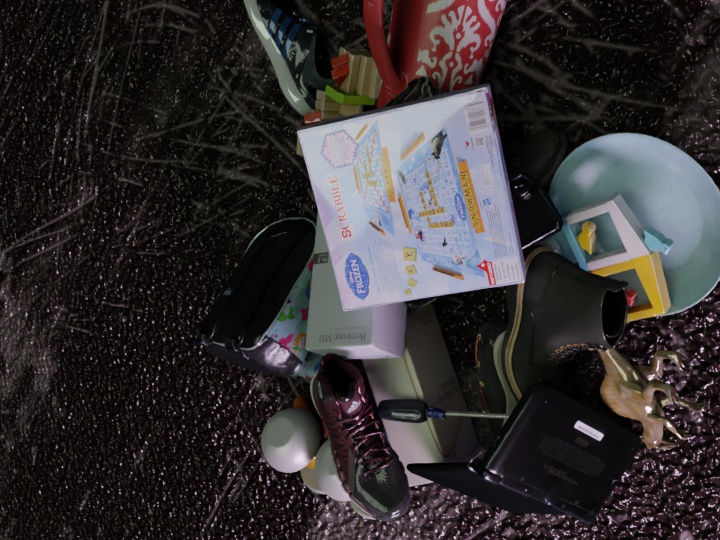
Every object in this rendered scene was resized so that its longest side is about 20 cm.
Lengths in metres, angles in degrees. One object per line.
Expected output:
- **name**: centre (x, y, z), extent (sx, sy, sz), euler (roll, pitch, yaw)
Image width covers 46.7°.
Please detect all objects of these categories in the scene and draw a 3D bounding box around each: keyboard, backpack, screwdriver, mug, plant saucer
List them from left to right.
- **backpack**: centre (-0.097, 0.036, 1.082), extent (0.177, 0.150, 0.201), euler (1, 63, 51)
- **mug**: centre (0.070, -0.269, 0.924), extent (0.134, 0.176, 0.201), euler (-117, 36, -59)
- **screwdriver**: centre (0.112, 0.167, 0.951), extent (0.198, 0.028, 0.029), euler (4, 71, 25)
- **keyboard**: centre (0.110, -0.044, 0.903), extent (0.199, 0.040, 0.104), euler (-30, 104, 22)
- **plant saucer**: centre (0.292, -0.051, 0.877), extent (0.200, 0.039, 0.203), euler (22, 125, 34)

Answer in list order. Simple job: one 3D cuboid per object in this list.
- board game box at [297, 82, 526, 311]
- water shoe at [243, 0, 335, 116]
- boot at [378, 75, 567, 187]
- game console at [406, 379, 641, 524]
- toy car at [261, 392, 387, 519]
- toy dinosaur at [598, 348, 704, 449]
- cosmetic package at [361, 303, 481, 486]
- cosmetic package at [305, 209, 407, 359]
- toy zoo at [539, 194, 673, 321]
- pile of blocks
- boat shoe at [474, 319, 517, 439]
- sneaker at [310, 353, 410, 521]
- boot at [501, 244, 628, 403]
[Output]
- **board game box**: centre (0.055, -0.071, 0.860), extent (0.198, 0.041, 0.202), euler (-9, 106, 16)
- **water shoe**: centre (-0.085, -0.301, 1.080), extent (0.078, 0.071, 0.201), euler (-24, 91, 12)
- **boot**: centre (0.108, -0.139, 0.900), extent (0.199, 0.069, 0.174), euler (-33, 122, 11)
- **game console**: centre (0.185, 0.206, 0.940), extent (0.177, 0.199, 0.116), euler (-59, 34, 4)
- **toy car**: centre (-0.018, 0.226, 1.101), extent (0.199, 0.175, 0.151), euler (18, 71, 32)
- **toy dinosaur**: centre (0.293, 0.121, 0.883), extent (0.101, 0.058, 0.201), euler (-21, 104, 50)
- **cosmetic package**: centre (0.072, 0.153, 1.041), extent (0.073, 0.103, 0.202), euler (-20, 90, 32)
- **cosmetic package**: centre (0.000, 0.000, 0.987), extent (0.101, 0.074, 0.202), euler (-7, 71, 36)
- **toy zoo**: centre (0.246, -0.001, 0.903), extent (0.199, 0.020, 0.132), euler (-19, 99, 49)
- **pile of blocks**: centre (-0.034, -0.186, 1.028), extent (0.082, 0.062, 0.201), euler (64, 144, 32)
- **boat shoe**: centre (0.183, 0.155, 0.998), extent (0.063, 0.073, 0.203), euler (-149, 45, -66)
- **sneaker**: centre (-0.005, 0.184, 0.947), extent (0.201, 0.075, 0.116), euler (59, 165, 23)
- **boot**: centre (0.219, 0.084, 0.881), extent (0.138, 0.077, 0.202), euler (27, 133, 54)
